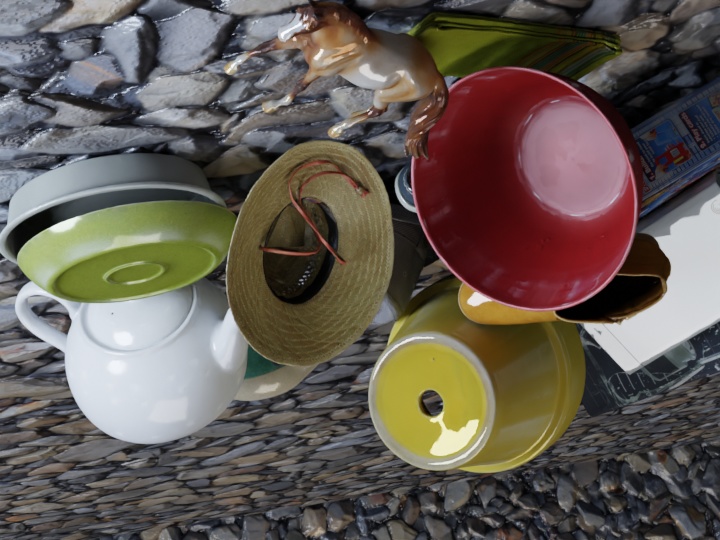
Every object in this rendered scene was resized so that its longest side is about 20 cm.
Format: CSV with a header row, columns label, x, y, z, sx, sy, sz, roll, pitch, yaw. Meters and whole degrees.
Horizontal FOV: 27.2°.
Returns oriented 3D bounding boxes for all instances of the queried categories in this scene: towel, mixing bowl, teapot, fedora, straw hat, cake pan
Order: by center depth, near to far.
label,x,y,z,sx,sy,sz,roll,pitch,yaw
towel,0.112,-0.170,1.181,0.199,0.018,0.086,0,159,-36
mixing bowl,0.153,-0.079,1.213,0.199,0.201,0.108,-26,-176,39
cake pan,-0.217,-0.050,1.292,0.198,0.037,0.200,-12,164,-4
straw hat,-0.064,-0.022,1.339,0.200,0.203,0.085,2,-170,-41
fedora,0.000,0.000,1.459,0.175,0.091,0.200,3,163,10
teapot,-0.214,0.061,1.469,0.199,0.198,0.147,-29,138,-13

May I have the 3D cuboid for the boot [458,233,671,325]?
label,x,y,z,sx,sy,sz,roll,pitch,yaw
boot,0.169,0.017,1.287,0.199,0.071,0.144,-16,-170,17

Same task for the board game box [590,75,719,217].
label,x,y,z,sx,sy,sz,roll,pitch,yaw
board game box,0.267,-0.097,1.347,0.199,0.062,0.200,-28,171,-25

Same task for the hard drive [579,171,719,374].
label,x,y,z,sx,sy,sz,roll,pitch,yaw
hard drive,0.303,0.007,1.454,0.199,0.027,0.132,-36,111,27

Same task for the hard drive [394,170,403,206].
label,x,y,z,sx,sy,sz,roll,pitch,yaw
hard drive,0.134,-0.081,1.465,0.198,0.033,0.140,-12,163,-4

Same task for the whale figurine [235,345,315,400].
label,x,y,z,sx,sy,sz,roll,pitch,yaw
whale figurine,-0.091,0.069,1.713,0.199,0.105,0.159,-28,-161,-27

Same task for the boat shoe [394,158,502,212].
label,x,y,z,sx,sy,sz,roll,pitch,yaw
boat shoe,0.128,-0.100,1.323,0.198,0.076,0.062,-11,165,-10

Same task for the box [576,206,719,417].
label,x,y,z,sx,sy,sz,roll,pitch,yaw
box,0.293,0.021,1.583,0.196,0.201,0.124,-27,-171,37

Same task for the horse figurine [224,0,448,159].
label,x,y,z,sx,sy,sz,roll,pitch,yaw
horse figurine,-0.002,-0.145,1.098,0.199,0.050,0.132,19,147,-38

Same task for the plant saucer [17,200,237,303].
label,x,y,z,sx,sy,sz,roll,pitch,yaw
plant saucer,-0.202,-0.010,1.317,0.198,0.031,0.200,-12,163,-4

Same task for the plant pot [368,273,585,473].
label,x,y,z,sx,sy,sz,roll,pitch,yaw
plant pot,0.100,0.108,1.443,0.199,0.202,0.189,-21,179,26

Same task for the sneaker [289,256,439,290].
label,x,y,z,sx,sy,sz,roll,pitch,yaw
sneaker,0.014,0.018,1.614,0.199,0.083,0.073,-25,158,32
